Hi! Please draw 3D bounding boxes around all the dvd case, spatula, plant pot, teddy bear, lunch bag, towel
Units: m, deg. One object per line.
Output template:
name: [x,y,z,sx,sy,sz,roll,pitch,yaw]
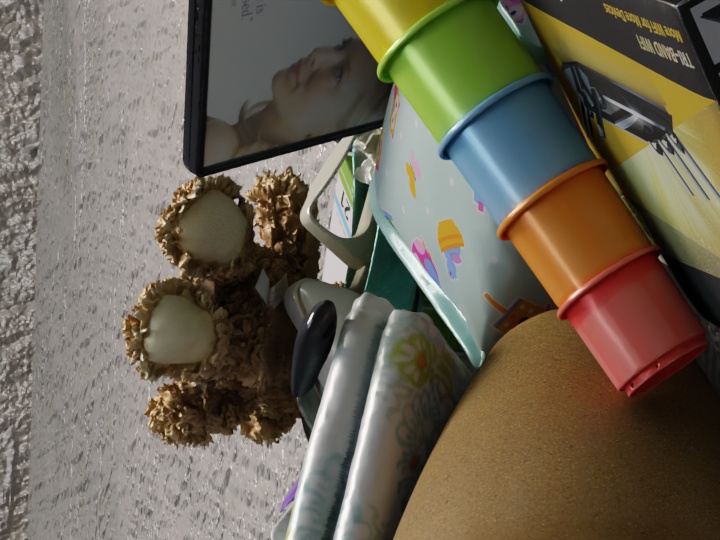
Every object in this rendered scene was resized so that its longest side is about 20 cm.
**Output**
dvd case: [0.008,-0.129,1.248,0.018,0.200,0.143,38,135,43]
spatula: [-0.019,0.057,1.178,0.057,0.021,0.200,-55,-15,-20]
plant pot: [0.089,0.116,1.056,0.200,0.186,0.187,-84,6,-49]
teddy bear: [-0.065,0.020,1.323,0.200,0.067,0.146,-5,-79,-69]
lunch bag: [0.074,-0.077,1.185,0.200,0.122,0.171,-119,32,-52]
towel: [0.016,0.131,1.131,0.171,0.048,0.201,50,-132,-53]

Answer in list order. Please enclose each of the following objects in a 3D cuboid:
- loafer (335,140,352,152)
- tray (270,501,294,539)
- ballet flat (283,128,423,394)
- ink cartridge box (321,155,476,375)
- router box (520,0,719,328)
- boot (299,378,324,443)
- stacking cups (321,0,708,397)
loafer: [0.021,-0.109,1.494,0.200,0.072,0.063,120,141,-59]
tray: [0.012,0.198,1.282,0.107,0.022,0.201,-48,-63,-76]
ballet flat: [0.000,0.000,1.307,0.067,0.070,0.201,132,151,-68]
ink cartridge box: [0.024,0.060,1.453,0.148,0.076,0.201,-111,27,-55]
router box: [0.128,-0.050,0.967,0.158,0.052,0.200,63,173,-17]
boot: [-0.010,0.139,1.373,0.200,0.097,0.075,64,-154,-26]
stacking cups: [0.061,-0.044,1.028,0.200,0.060,0.061,56,154,15]
